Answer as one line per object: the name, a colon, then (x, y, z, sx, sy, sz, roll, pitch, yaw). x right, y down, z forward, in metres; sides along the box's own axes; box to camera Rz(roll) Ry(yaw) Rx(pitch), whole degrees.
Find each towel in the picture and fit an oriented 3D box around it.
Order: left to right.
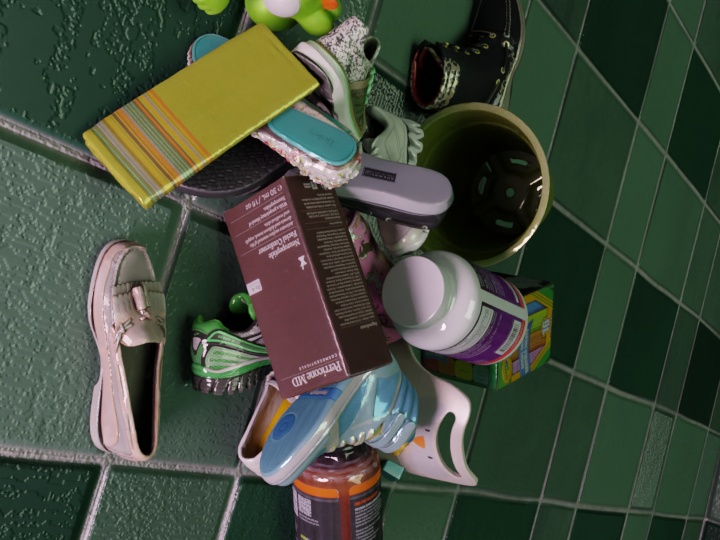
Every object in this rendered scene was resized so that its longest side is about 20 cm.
towel: (-0.137, -0.140, 0.757, 0.200, 0.086, 0.018, -39, 172, -21)

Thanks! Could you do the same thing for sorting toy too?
sorting toy: (0.063, 0.187, 1.040, 0.107, 0.180, 0.200, -31, 122, -43)

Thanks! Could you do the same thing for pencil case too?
pencil case: (0.000, 0.000, 0.995, 0.083, 0.087, 0.200, -29, 134, 8)

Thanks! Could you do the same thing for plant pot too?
plant pot: (0.170, -0.107, 1.120, 0.190, 0.200, 0.201, -6, 104, -64)

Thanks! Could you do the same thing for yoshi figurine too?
yoshi figurine: (-0.107, -0.287, 0.795, 0.112, 0.112, 0.200, -42, 127, 13)

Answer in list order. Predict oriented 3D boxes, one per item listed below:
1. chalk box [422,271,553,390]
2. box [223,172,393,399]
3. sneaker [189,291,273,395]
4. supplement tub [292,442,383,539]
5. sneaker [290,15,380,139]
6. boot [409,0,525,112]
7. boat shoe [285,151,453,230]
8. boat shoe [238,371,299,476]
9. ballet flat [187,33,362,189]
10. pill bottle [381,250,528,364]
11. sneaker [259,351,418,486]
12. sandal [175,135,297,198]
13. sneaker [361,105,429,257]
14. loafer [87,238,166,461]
chalk box: (0.166, 0.085, 1.191, 0.200, 0.125, 0.124, -16, 111, -47)
box: (-0.054, 0.015, 0.842, 0.075, 0.100, 0.200, -12, 80, -50)
sneaker: (-0.091, 0.059, 0.898, 0.200, 0.078, 0.085, -22, 115, -46)
supplement tub: (-0.026, 0.268, 1.009, 0.107, 0.107, 0.201, -21, 115, -47)
sneaker: (-0.007, -0.195, 0.878, 0.089, 0.077, 0.200, -43, 170, -1)
boot: (0.140, -0.285, 1.105, 0.154, 0.073, 0.204, 6, 93, -49)
boat shoe: (-0.003, -0.089, 0.902, 0.057, 0.200, 0.069, 99, 10, -54)
boat shoe: (-0.073, 0.132, 0.951, 0.200, 0.071, 0.070, -59, 141, -13)
ballet flat: (-0.084, -0.141, 0.806, 0.076, 0.200, 0.064, -46, 170, -20)
pill bottle: (0.108, 0.043, 0.987, 0.200, 0.112, 0.113, 22, 82, -54)
sneaker: (-0.008, 0.173, 0.912, 0.200, 0.079, 0.131, -50, 115, -24)
sandal: (-0.105, -0.104, 0.843, 0.200, 0.075, 0.048, -23, 151, -36)
sneaker: (0.031, -0.104, 0.976, 0.081, 0.075, 0.200, 31, 41, -41)
loafer: (-0.201, 0.073, 0.774, 0.072, 0.063, 0.201, -6, 104, -50)
